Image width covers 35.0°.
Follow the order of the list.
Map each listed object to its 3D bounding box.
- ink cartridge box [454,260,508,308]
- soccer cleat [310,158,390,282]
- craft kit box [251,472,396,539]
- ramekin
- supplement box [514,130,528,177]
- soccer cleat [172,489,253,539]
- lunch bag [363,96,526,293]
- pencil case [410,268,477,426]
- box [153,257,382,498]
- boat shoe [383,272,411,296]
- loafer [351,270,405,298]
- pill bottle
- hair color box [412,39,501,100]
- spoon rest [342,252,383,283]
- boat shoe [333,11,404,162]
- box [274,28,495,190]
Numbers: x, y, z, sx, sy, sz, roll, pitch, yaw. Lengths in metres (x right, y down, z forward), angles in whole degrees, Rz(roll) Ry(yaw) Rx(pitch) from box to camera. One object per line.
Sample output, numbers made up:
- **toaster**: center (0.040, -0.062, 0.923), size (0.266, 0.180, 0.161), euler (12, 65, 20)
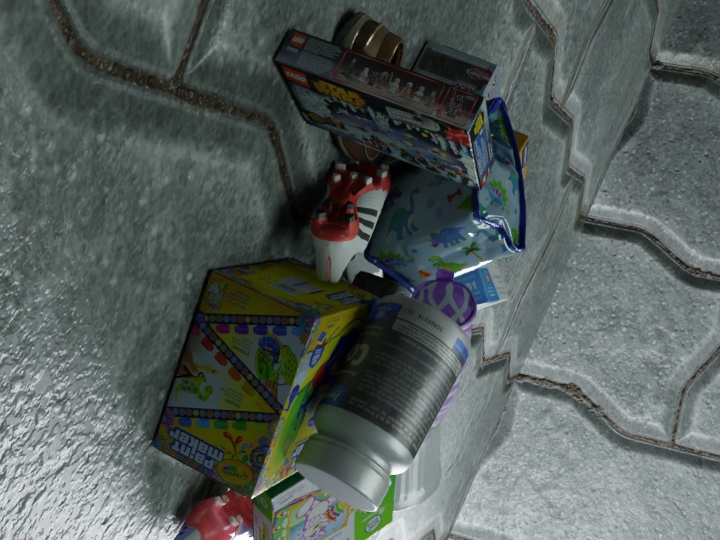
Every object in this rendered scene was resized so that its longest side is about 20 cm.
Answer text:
- **ink cartridge box**: center (0.118, -0.043, 1.518), size (0.144, 0.084, 0.201), euler (-1, 73, -73)
- **soccer cleat**: center (-0.013, -0.060, 1.265), size (0.200, 0.068, 0.086), euler (-65, 165, -59)
- **craft kit box**: center (-0.041, 0.276, 1.360), size (0.199, 0.048, 0.198), euler (-28, 141, -32)
- **ramekin**: center (0.017, 0.231, 1.559), size (0.200, 0.199, 0.098), euler (-41, 141, -55)
- **supplement box**: center (0.159, -0.112, 1.685), size (0.201, 0.109, 0.109), euler (-60, 162, -24)
- **soccer cleat**: center (-0.163, 0.301, 1.345), size (0.076, 0.067, 0.200), euler (-36, 167, 1)
- **lunch bag**: center (0.100, -0.100, 1.357), size (0.127, 0.169, 0.201), euler (38, 45, -37)
- **pencil case**: center (0.081, 0.098, 1.323), size (0.201, 0.083, 0.086), euler (103, 4, -47)
- **box**: center (-0.091, 0.103, 1.187), size (0.200, 0.121, 0.194), euler (-13, 125, -69)
- **boat shoe**: center (0.055, -0.005, 1.541), size (0.200, 0.068, 0.057), euler (-91, -169, -79)
- **loafer**: center (-0.029, 0.084, 1.352), size (0.200, 0.070, 0.075), euler (-50, 161, -6)
- **pill bottle**: center (0.022, 0.136, 1.166), size (0.201, 0.113, 0.114), euler (-59, 161, -22)
- **hair color box**: center (0.130, -0.210, 1.490), size (0.061, 0.099, 0.200), euler (-62, 162, -14)
- **spoon rest**: center (0.000, 0.000, 1.433), size (0.099, 0.060, 0.201), euler (-53, 159, -39)
- **boat shoe**: center (0.015, -0.183, 1.223), size (0.076, 0.071, 0.200), euler (-58, 161, -28)
- **box**: center (0.027, -0.150, 1.082), size (0.040, 0.199, 0.137), euler (-63, 162, -13)
